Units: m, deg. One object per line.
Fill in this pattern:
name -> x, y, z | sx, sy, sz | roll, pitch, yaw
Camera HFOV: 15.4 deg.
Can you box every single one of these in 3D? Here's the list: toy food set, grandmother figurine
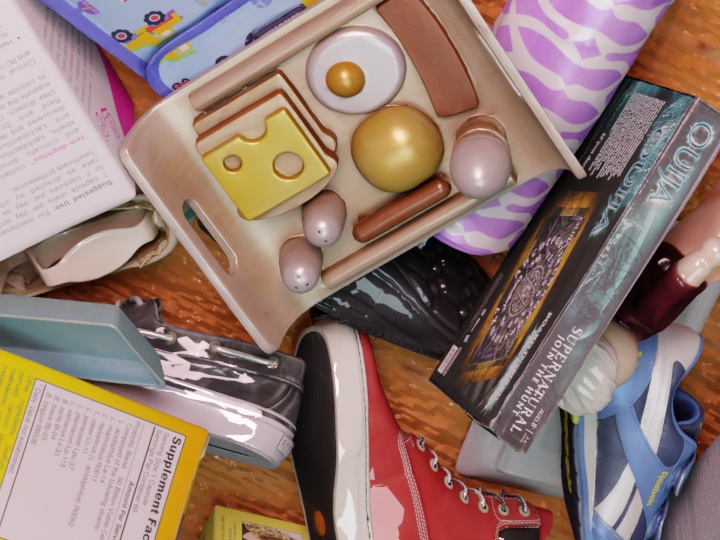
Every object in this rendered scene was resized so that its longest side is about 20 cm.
toy food set -> -0.004, -0.057, 1.360 | 0.199, 0.061, 0.144 | -30, 114, 16
grandmother figurine -> 0.174, 0.000, 1.441 | 0.200, 0.121, 0.061 | -45, 85, -7

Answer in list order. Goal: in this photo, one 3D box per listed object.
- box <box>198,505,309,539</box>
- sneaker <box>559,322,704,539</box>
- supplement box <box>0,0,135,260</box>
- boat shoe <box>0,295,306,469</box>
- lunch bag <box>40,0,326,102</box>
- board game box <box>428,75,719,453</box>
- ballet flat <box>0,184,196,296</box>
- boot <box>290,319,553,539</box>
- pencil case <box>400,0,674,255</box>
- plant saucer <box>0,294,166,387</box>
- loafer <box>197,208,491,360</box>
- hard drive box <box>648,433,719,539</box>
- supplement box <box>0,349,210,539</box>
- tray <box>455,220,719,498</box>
box -> -0.005, 0.202, 1.604 | 0.199, 0.050, 0.075 | 13, 131, -14
sneaker -> 0.158, 0.113, 1.532 | 0.082, 0.074, 0.201 | -6, 123, -5
supplement box -> -0.202, -0.117, 1.361 | 0.103, 0.101, 0.201 | -26, 121, 10
boat shoe -> -0.125, 0.050, 1.493 | 0.199, 0.071, 0.072 | 19, 160, 4
lunch bag -> -0.059, -0.156, 1.373 | 0.150, 0.094, 0.200 | -34, 131, 15
board game box -> 0.113, -0.007, 1.402 | 0.028, 0.135, 0.201 | 32, 92, -15
ballet flat -> -0.186, -0.009, 1.450 | 0.199, 0.070, 0.070 | -16, 122, 5
boot -> 0.039, 0.115, 1.546 | 0.143, 0.072, 0.201 | -12, 100, -23
pencil case -> 0.090, -0.102, 1.417 | 0.085, 0.084, 0.200 | 42, 115, 18
plant saucer -> -0.201, 0.032, 1.428 | 0.199, 0.019, 0.070 | 4, 152, 25
loafer -> 0.000, 0.000, 1.481 | 0.200, 0.068, 0.070 | 31, 135, -27
hard drive box -> 0.260, 0.165, 1.564 | 0.155, 0.077, 0.200 | 15, 137, -17
supplement box -> -0.200, 0.113, 1.444 | 0.199, 0.109, 0.109 | 23, 158, -14
tray -> 0.137, 0.055, 1.550 | 0.107, 0.022, 0.201 | 14, 119, -15
